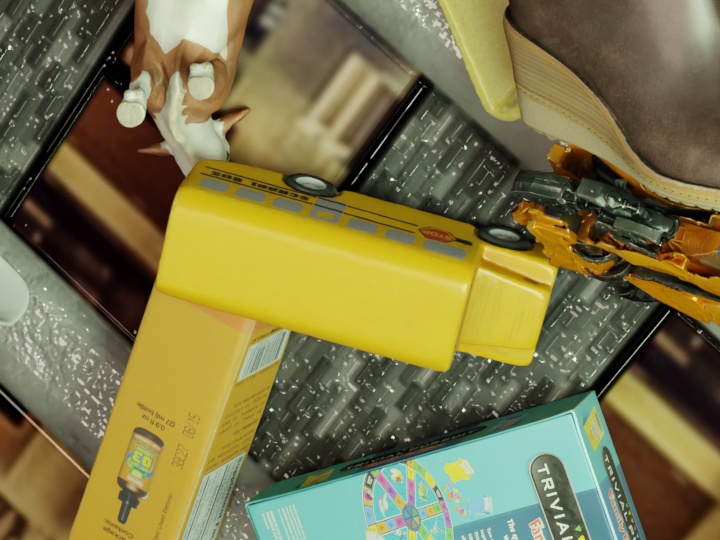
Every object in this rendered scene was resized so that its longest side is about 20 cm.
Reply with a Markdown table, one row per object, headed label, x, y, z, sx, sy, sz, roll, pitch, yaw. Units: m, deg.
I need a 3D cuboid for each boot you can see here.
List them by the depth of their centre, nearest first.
| label | x | y | z | sx | sy | sz | roll | pitch | yaw |
| --- | --- | --- | --- | --- | --- | --- | --- | --- | --- |
| boot | 0.150 | -0.123 | 1.175 | 0.200 | 0.072 | 0.167 | 21 | 121 | 34 |

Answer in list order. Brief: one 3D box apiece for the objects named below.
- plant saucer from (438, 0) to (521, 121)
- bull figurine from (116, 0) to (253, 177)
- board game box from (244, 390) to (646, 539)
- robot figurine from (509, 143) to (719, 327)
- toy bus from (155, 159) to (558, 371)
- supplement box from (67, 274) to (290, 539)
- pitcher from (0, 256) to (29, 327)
| label | x | y | z | sx | sy | sz | roll | pitch | yaw |
| --- | --- | --- | --- | --- | --- | --- | --- | --- | --- |
| plant saucer | 0.111 | -0.198 | 1.256 | 0.200 | 0.048 | 0.200 | -21 | 93 | 40 |
| bull figurine | -0.090 | -0.130 | 1.354 | 0.065 | 0.121 | 0.201 | 5 | 101 | 1 |
| board game box | 0.056 | 0.166 | 1.383 | 0.200 | 0.047 | 0.151 | -18 | 95 | 22 |
| robot figurine | 0.170 | -0.010 | 1.253 | 0.200 | 0.145 | 0.058 | 20 | 77 | 21 |
| toy bus | 0.000 | 0.000 | 1.336 | 0.199 | 0.078 | 0.065 | 16 | 110 | 3 |
| supplement box | -0.098 | 0.081 | 1.438 | 0.066 | 0.069 | 0.200 | 29 | 113 | 18 |
| pitcher | -0.317 | -0.002 | 1.503 | 0.200 | 0.121 | 0.172 | -28 | 81 | 19 |
